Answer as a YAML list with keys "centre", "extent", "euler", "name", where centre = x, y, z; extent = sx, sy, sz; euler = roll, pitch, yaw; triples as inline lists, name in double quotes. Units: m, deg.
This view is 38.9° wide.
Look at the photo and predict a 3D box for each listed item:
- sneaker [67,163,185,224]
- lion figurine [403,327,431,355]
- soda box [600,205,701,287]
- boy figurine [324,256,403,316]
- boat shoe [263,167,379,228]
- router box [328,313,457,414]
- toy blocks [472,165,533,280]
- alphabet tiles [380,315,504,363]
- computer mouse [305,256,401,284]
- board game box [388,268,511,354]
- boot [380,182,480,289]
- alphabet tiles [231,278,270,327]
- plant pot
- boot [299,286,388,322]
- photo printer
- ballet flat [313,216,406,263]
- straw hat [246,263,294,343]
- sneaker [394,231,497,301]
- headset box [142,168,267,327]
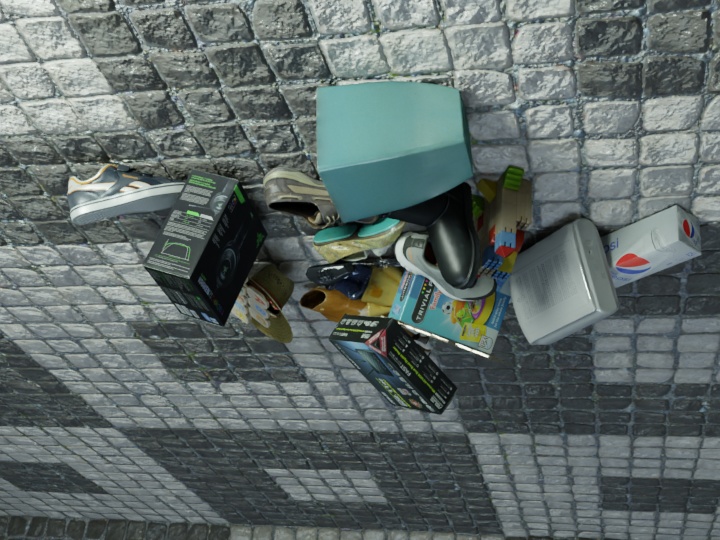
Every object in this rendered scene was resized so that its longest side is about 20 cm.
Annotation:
- centre: [-0.375, -0.135, 1.649]
  extent: [0.198, 0.080, 0.078]
  euler: [-12, 164, -21]
  name: "sneaker"
- centre: [0.064, 0.132, 1.895]
  extent: [0.122, 0.073, 0.201]
  euler: [26, 158, 15]
  name: "lion figurine"
- centre: [0.456, -0.033, 1.667]
  extent: [0.063, 0.069, 0.199]
  euler: [25, 147, -31]
  name: "soda box"
- centre: [0.034, 0.038, 1.851]
  extent: [0.198, 0.065, 0.125]
  euler: [23, 106, -14]
  name: "boy figurine"
- centre: [-0.065, -0.101, 1.639]
  extent: [0.198, 0.074, 0.075]
  euler: [14, 151, -13]
  name: "boat shoe"
- centre: [0.056, 0.165, 1.796]
  extent: [0.200, 0.062, 0.149]
  euler: [48, 156, -24]
  name: "router box"
- centre: [0.216, -0.051, 1.608]
  extent: [0.099, 0.138, 0.200]
  euler: [12, 152, -11]
  name: "toy blocks"
- centre: [0.150, 0.123, 1.785]
  extent: [0.198, 0.008, 0.167]
  euler: [19, 177, 25]
  name: "alphabet tiles"
- centre: [0.000, 0.000, 1.746]
  extent: [0.198, 0.034, 0.059]
  euler: [-7, -175, 20]
  name: "computer mouse"
- centre: [0.164, 0.043, 1.775]
  extent: [0.198, 0.153, 0.047]
  euler: [20, 178, -26]
  name: "board game box"
- centre: [0.096, -0.078, 1.529]
  extent: [0.161, 0.200, 0.073]
  euler: [16, 148, -32]
  name: "boot"
- centre: [-0.243, 0.027, 1.867]
  extent: [0.195, 0.015, 0.201]
  euler: [37, 156, 15]
  name: "alphabet tiles"
- centre: [0.052, -0.176, 1.418]
  extent: [0.198, 0.143, 0.142]
  euler: [-9, 150, 12]
  name: "plant pot"
- centre: [-0.009, 0.066, 1.928]
  extent: [0.143, 0.072, 0.200]
  euler: [18, 160, -42]
  name: "boot"
- centre: [0.329, 0.028, 1.705]
  extent: [0.069, 0.168, 0.200]
  euler: [-1, 158, -32]
  name: "photo printer"
- centre: [0.008, -0.050, 1.719]
  extent: [0.198, 0.071, 0.071]
  euler: [-11, 148, 37]
  name: "ballet flat"
- centre: [-0.169, 0.037, 1.892]
  extent: [0.200, 0.085, 0.202]
  euler: [35, 156, 18]
  name: "straw hat"
- centre: [0.151, -0.002, 1.692]
  extent: [0.199, 0.075, 0.079]
  euler: [25, 166, -27]
  name: "sneaker"
- centre: [-0.246, -0.041, 1.667]
  extent: [0.092, 0.202, 0.175]
  euler: [14, 155, 20]
  name: "headset box"
